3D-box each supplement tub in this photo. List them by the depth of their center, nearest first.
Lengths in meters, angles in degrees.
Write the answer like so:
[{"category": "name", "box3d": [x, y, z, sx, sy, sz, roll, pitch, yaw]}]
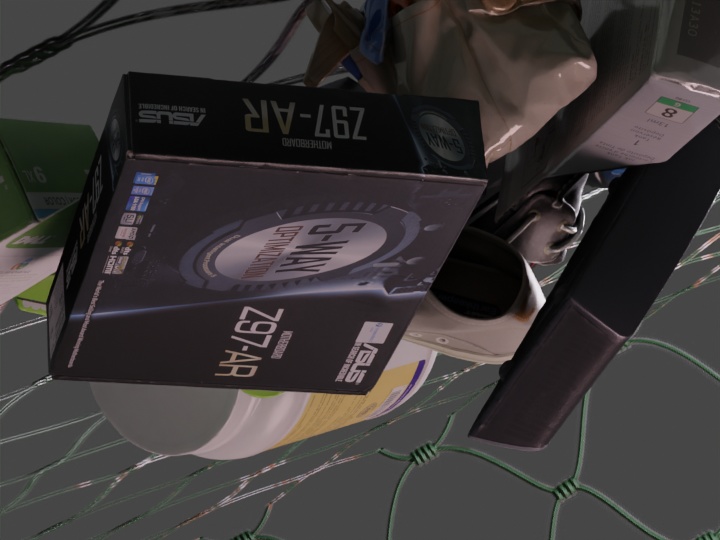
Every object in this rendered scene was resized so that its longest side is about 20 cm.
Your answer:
[{"category": "supplement tub", "box3d": [-0.059, 0.035, 1.763, 0.145, 0.146, 0.200, -32, 168, 35]}]

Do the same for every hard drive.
[{"category": "hard drive", "box3d": [0.126, -0.007, 1.400, 0.200, 0.042, 0.135, -56, 179, -42]}]

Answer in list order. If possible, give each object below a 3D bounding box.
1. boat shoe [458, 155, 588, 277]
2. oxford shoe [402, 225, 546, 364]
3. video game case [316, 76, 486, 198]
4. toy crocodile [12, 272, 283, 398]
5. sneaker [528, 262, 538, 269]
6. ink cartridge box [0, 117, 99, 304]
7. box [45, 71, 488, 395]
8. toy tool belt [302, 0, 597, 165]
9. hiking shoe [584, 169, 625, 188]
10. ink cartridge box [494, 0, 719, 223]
[{"category": "boat shoe", "box3d": [0.086, -0.035, 1.517, 0.200, 0.071, 0.072, -37, -174, 28]}, {"category": "oxford shoe", "box3d": [0.000, 0.000, 1.468, 0.200, 0.075, 0.058, 10, 149, 4]}, {"category": "video game case", "box3d": [-0.057, -0.037, 1.478, 0.200, 0.019, 0.143, -23, -146, -21]}, {"category": "toy crocodile", "box3d": [-0.090, 0.019, 1.505, 0.200, 0.062, 0.068, 14, -168, -16]}, {"category": "sneaker", "box3d": [0.007, -0.029, 1.593, 0.200, 0.096, 0.079, 1, 178, 18]}, {"category": "ink cartridge box", "box3d": [-0.177, -0.025, 1.372, 0.200, 0.059, 0.104, -29, 169, 20]}, {"category": "box", "box3d": [-0.047, -0.012, 1.301, 0.160, 0.044, 0.200, 4, 149, -16]}, {"category": "toy tool belt", "box3d": [0.033, -0.113, 1.367, 0.125, 0.123, 0.200, -39, -174, -10]}, {"category": "hiking shoe", "box3d": [0.202, -0.115, 1.645, 0.200, 0.087, 0.074, -45, 147, 0]}, {"category": "ink cartridge box", "box3d": [0.129, -0.119, 1.377, 0.050, 0.161, 0.200, 16, 157, -12]}]
